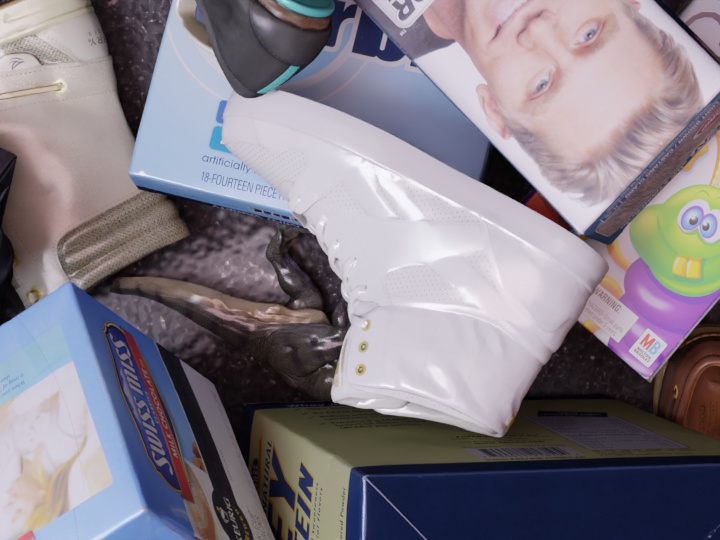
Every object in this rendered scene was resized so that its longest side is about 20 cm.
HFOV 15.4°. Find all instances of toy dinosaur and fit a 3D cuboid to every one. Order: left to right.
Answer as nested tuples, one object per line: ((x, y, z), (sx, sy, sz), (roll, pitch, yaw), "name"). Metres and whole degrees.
((-0.026, 0.024, 1.347), (0.199, 0.047, 0.088), (30, 105, 5), "toy dinosaur")

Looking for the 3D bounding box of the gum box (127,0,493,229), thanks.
((-0.007, -0.120, 1.305), (0.169, 0.045, 0.201), (14, 82, 4), "gum box")

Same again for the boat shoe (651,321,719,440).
((0.175, 0.129, 1.325), (0.071, 0.068, 0.202), (-2, 96, 5), "boat shoe")

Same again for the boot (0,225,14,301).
((-0.225, 0.054, 1.262), (0.197, 0.074, 0.163), (-6, 126, 24), "boot")

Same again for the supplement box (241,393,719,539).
((0.061, 0.140, 1.244), (0.199, 0.200, 0.135), (0, 96, -17), "supplement box")

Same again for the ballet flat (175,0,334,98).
((-0.078, -0.157, 1.248), (0.069, 0.068, 0.201), (-55, 45, 31), "ballet flat")

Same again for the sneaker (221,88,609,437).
((0.000, 0.000, 1.218), (0.199, 0.074, 0.116), (28, 83, 20), "sneaker")

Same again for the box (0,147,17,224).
((-0.264, -0.003, 1.313), (0.158, 0.048, 0.201), (23, 131, 5), "box")

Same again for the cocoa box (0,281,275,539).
((-0.158, 0.127, 1.207), (0.199, 0.131, 0.134), (-33, 54, 13), "cocoa box")

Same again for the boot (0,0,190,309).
((-0.201, -0.040, 1.342), (0.199, 0.072, 0.155), (-24, 95, 5), "boot")

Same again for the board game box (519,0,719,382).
((0.165, -0.061, 1.288), (0.103, 0.105, 0.200), (40, 98, 1), "board game box")

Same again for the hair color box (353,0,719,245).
((0.075, -0.118, 1.226), (0.100, 0.060, 0.200), (-46, 74, 10), "hair color box")
